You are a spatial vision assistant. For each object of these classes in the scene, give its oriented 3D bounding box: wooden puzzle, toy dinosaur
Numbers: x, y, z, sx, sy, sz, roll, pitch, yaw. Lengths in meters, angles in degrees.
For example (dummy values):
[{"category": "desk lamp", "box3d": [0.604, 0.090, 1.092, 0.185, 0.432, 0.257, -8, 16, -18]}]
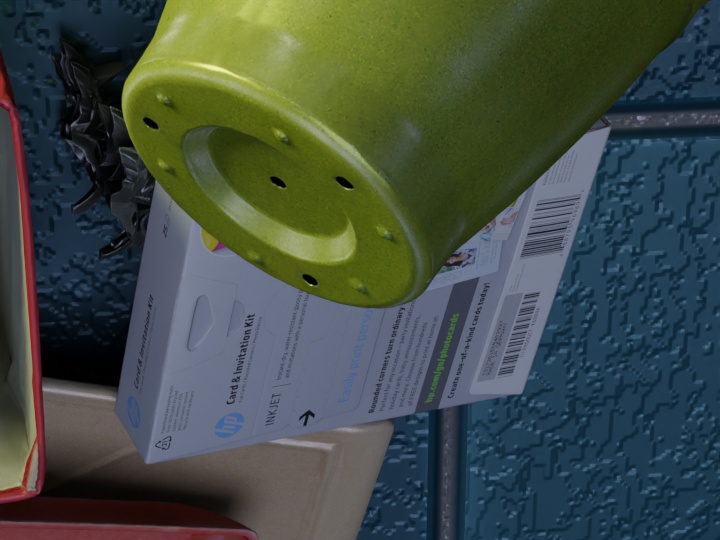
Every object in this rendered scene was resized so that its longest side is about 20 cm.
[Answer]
[{"category": "wooden puzzle", "box3d": [-0.098, 0.122, 0.996, 0.199, 0.037, 0.186, 5, 131, -15]}, {"category": "toy dinosaur", "box3d": [-0.054, -0.058, 0.902, 0.135, 0.102, 0.201, -7, 96, -22]}]

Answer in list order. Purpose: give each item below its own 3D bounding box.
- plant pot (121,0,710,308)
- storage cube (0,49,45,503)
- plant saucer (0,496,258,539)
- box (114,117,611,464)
[{"category": "plant pot", "box3d": [0.014, -0.098, 0.770, 0.200, 0.200, 0.193, 45, 64, -24]}, {"category": "storage cube", "box3d": [-0.223, -0.021, 0.828, 0.170, 0.180, 0.201, -7, 120, -13]}, {"category": "plant saucer", "box3d": [-0.173, 0.168, 0.957, 0.199, 0.037, 0.201, 6, 131, -28]}, {"category": "box", "box3d": [0.000, 0.000, 0.906, 0.199, 0.041, 0.157, -10, 131, -30]}]
